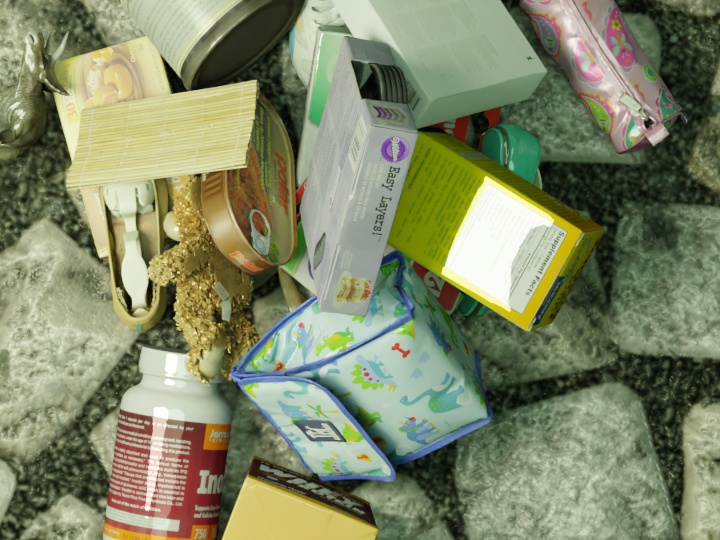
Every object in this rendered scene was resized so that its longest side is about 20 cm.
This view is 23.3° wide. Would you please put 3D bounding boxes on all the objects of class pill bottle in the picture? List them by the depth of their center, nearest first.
[{"bbox_3d":[-0.187,0.180,1.722,0.112,0.113,0.202,7,89,-2],"label":"pill bottle"}]

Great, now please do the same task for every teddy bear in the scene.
[{"bbox_3d":[-0.150,0.013,1.682,0.066,0.145,0.202,-12,101,37],"label":"teddy bear"}]

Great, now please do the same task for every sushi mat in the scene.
[{"bbox_3d":[-0.188,-0.127,1.662,0.198,0.012,0.096,-6,56,23],"label":"sushi mat"}]

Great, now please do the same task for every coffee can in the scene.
[{"bbox_3d":[-0.171,-0.294,1.700,0.146,0.146,0.200,-39,82,-2],"label":"coffee can"}]

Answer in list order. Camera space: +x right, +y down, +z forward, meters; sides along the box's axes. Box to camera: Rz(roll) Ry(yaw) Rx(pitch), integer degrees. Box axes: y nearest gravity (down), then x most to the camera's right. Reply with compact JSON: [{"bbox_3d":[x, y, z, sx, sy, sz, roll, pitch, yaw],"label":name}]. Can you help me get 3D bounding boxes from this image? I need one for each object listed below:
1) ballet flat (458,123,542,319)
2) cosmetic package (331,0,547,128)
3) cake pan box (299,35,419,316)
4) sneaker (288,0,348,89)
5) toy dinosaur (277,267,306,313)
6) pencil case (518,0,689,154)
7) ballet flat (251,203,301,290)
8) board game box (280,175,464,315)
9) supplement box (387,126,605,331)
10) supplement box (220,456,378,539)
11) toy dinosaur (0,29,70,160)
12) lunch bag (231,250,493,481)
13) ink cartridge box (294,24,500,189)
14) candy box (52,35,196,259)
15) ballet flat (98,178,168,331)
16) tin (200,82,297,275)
[{"bbox_3d":[0.149,-0.046,1.760,0.070,0.067,0.202,4,99,-26],"label":"ballet flat"},{"bbox_3d":[0.067,-0.241,1.685,0.150,0.052,0.201,-18,67,-32],"label":"cosmetic package"},{"bbox_3d":[-0.005,-0.091,1.586,0.052,0.185,0.202,7,119,-15],"label":"cake pan box"},{"bbox_3d":[-0.039,-0.260,1.751,0.076,0.081,0.202,-13,91,-4],"label":"sneaker"},{"bbox_3d":[-0.053,0.071,1.767,0.101,0.058,0.201,-40,99,-17],"label":"toy dinosaur"},{"bbox_3d":[0.243,-0.212,1.758,0.087,0.087,0.201,-33,89,-2],"label":"pencil case"},{"bbox_3d":[-0.094,-0.029,1.767,0.199,0.046,0.068,-25,117,3],"label":"ballet flat"},{"bbox_3d":[0.000,0.000,1.738,0.200,0.030,0.096,39,89,-12],"label":"board game box"},{"bbox_3d":[0.116,-0.043,1.673,0.199,0.109,0.109,33,103,15],"label":"supplement box"},{"bbox_3d":[-0.080,0.302,1.680,0.132,0.200,0.199,21,89,-1],"label":"supplement box"},{"bbox_3d":[-0.344,-0.139,1.714,0.077,0.102,0.201,49,131,19],"label":"toy dinosaur"},{"bbox_3d":[0.000,0.107,1.677,0.199,0.128,0.170,-27,126,15],"label":"lunch bag"},{"bbox_3d":[0.043,-0.150,1.737,0.198,0.050,0.163,8,109,-5],"label":"ink cartridge box"},{"bbox_3d":[-0.232,-0.123,1.754,0.114,0.055,0.202,-16,90,-2],"label":"candy box"},{"bbox_3d":[-0.217,-0.042,1.694,0.068,0.063,0.202,-8,91,-2],"label":"ballet flat"},{"bbox_3d":[-0.107,-0.088,1.682,0.042,0.112,0.202,-27,49,30],"label":"tin"}]
